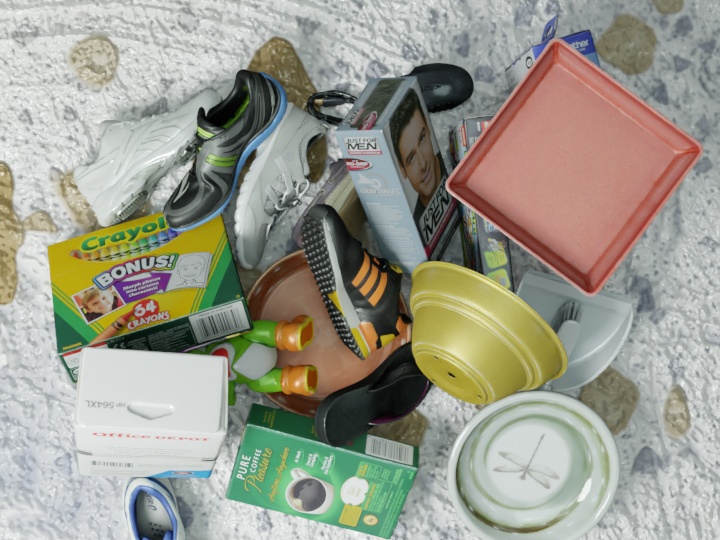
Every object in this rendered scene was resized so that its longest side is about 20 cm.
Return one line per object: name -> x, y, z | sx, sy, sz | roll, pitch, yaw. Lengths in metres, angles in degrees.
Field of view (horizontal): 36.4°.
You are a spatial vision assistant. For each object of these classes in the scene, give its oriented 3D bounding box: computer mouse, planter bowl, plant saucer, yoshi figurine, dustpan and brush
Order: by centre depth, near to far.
plant saucer -> 0.225, -0.109, 1.166 | 0.200, 0.037, 0.200 | 37, 92, 0
planter bowl -> 0.118, 0.086, 1.192 | 0.200, 0.200, 0.084 | 39, 69, -3
yoshi figurine -> -0.146, 0.097, 1.221 | 0.199, 0.112, 0.113 | -3, 49, 12
plant saucer -> 0.197, 0.227, 1.270 | 0.199, 0.050, 0.201 | -1, 105, -2
plant saucer -> -0.041, 0.072, 1.275 | 0.200, 0.032, 0.201 | 0, 89, -4
dustpan and brush -> 0.224, 0.112, 1.281 | 0.139, 0.057, 0.200 | 16, 117, -3
computer mouse -> 0.037, -0.206, 1.287 | 0.199, 0.034, 0.059 | -12, 91, -5

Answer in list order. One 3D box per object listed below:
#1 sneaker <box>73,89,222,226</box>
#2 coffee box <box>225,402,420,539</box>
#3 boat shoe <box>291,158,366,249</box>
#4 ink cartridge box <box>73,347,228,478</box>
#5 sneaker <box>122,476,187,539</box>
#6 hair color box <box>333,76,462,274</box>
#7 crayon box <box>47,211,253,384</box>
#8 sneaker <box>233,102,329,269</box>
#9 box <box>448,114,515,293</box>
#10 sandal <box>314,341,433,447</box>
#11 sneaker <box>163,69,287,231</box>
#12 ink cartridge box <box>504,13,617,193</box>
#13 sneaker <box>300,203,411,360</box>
sneaker -> -0.246, -0.148, 1.242 | 0.200, 0.078, 0.099 | -43, 85, -8
coffee box -> -0.043, 0.227, 1.237 | 0.199, 0.044, 0.123 | 14, 124, -4
boat shoe -> -0.010, -0.102, 1.261 | 0.065, 0.072, 0.200 | 26, 75, 26
ink cartridge box -> -0.217, 0.153, 1.132 | 0.145, 0.200, 0.085 | 5, 65, -12
sneaker -> -0.221, 0.320, 1.226 | 0.075, 0.088, 0.201 | -24, 92, -7
hair color box -> 0.046, -0.101, 1.200 | 0.060, 0.200, 0.099 | 3, 44, 30
crayon box -> -0.233, 0.017, 1.197 | 0.199, 0.058, 0.173 | -17, 46, -6
sneaker -> -0.092, -0.095, 1.252 | 0.082, 0.075, 0.201 | 17, 87, -3
box -> 0.137, -0.070, 1.255 | 0.035, 0.110, 0.201 | -7, 89, -5
sandal -> 0.034, 0.142, 1.222 | 0.200, 0.048, 0.076 | -30, 119, -40
sneaker -> -0.161, -0.135, 1.203 | 0.071, 0.083, 0.200 | 37, 95, 41
ink cartridge box -> 0.229, -0.187, 1.251 | 0.076, 0.136, 0.201 | -18, 91, -6
sneaker -> 0.000, 0.000, 1.206 | 0.090, 0.070, 0.201 | -29, 124, -17
